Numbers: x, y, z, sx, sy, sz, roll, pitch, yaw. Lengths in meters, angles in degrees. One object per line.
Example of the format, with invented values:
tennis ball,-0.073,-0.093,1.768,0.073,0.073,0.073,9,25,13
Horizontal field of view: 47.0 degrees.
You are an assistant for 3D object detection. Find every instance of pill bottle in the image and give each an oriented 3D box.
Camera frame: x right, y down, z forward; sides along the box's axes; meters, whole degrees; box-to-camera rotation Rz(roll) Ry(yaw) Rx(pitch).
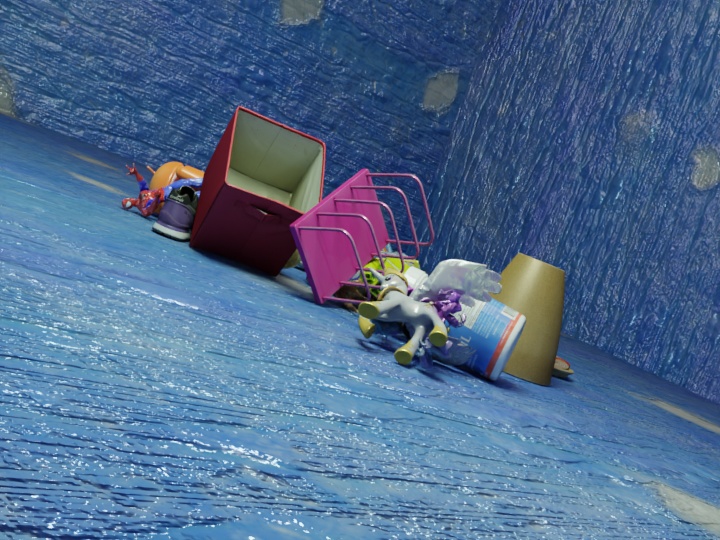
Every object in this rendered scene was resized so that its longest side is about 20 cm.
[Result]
pill bottle,0.148,0.076,1.287,0.197,0.114,0.112,28,6,15

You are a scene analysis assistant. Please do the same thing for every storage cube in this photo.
storage cube,-0.173,-0.131,1.409,0.168,0.180,0.203,19,48,-21

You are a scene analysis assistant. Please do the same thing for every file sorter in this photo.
file sorter,0.012,-0.055,1.323,0.124,0.141,0.200,5,34,40

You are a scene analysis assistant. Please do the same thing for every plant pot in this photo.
plant pot,0.295,0.079,1.518,0.183,0.204,0.186,21,3,-1

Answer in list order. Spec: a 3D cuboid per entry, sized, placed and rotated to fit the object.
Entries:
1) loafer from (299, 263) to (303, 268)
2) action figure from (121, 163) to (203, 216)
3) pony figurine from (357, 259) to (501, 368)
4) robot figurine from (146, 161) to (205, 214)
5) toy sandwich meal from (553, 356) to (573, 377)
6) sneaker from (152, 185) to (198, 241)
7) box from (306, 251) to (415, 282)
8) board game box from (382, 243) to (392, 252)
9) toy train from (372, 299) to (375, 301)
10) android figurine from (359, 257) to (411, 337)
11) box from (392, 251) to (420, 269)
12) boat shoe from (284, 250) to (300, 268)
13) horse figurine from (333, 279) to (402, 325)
loafer,-0.071,-0.022,1.794,0.198,0.071,0.069,18,3,-44
action figure,-0.352,-0.157,1.526,0.196,0.066,0.099,-16,-27,0
pony figurine,0.087,0.060,1.158,0.189,0.170,0.200,21,22,3
robot figurine,-0.336,-0.142,1.649,0.196,0.119,0.144,22,7,-2
toy sandwich meal,0.366,0.159,1.752,0.201,0.072,0.205,22,4,-2
sneaker,-0.309,-0.105,1.484,0.074,0.089,0.200,21,4,-3
box,0.000,0.000,1.567,0.196,0.072,0.064,4,13,-22
board game box,0.035,-0.038,1.799,0.044,0.204,0.152,-19,12,-9
toy train,-0.028,0.027,1.657,0.045,0.035,0.199,13,8,-40
android figurine,0.075,0.043,1.440,0.181,0.041,0.201,41,21,-8
box,0.091,0.008,1.856,0.049,0.077,0.200,-18,12,-10
boat shoe,-0.195,-0.051,1.545,0.198,0.075,0.063,21,10,31
horse figurine,0.004,0.047,1.459,0.131,0.051,0.199,31,10,29
